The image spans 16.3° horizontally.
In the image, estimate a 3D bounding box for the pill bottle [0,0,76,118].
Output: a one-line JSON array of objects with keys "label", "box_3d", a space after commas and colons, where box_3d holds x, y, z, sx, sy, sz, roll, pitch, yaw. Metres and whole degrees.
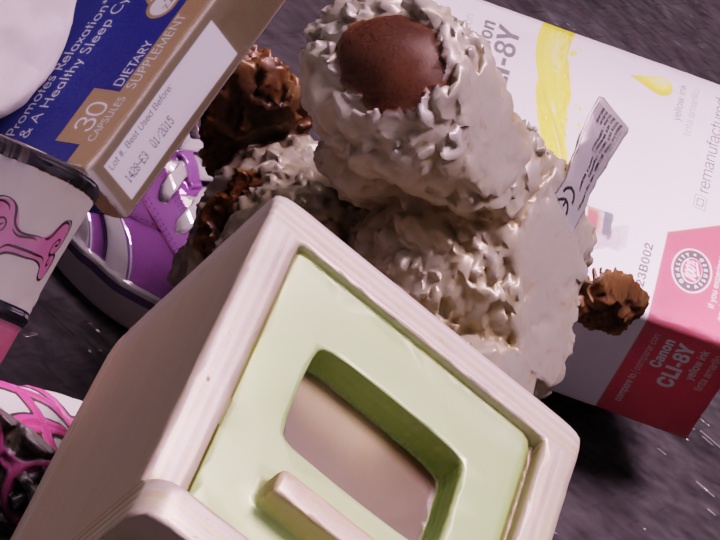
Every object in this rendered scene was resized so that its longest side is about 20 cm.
[{"label": "pill bottle", "box_3d": [-0.211, -0.112, 0.947, 0.199, 0.113, 0.112, 5, 5, 37]}]

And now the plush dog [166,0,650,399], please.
[{"label": "plush dog", "box_3d": [0.000, 0.000, 0.961, 0.171, 0.202, 0.160, 5, 1, 40]}]

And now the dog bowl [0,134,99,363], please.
[{"label": "dog bowl", "box_3d": [-0.191, -0.022, 0.835, 0.199, 0.074, 0.200, 16, -5, 1]}]

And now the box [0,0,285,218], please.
[{"label": "box", "box_3d": [-0.125, -0.082, 0.975, 0.199, 0.122, 0.032, 7, -34, 48]}]

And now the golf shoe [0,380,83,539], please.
[{"label": "golf shoe", "box_3d": [-0.113, 0.076, 0.849, 0.199, 0.073, 0.092, 25, 9, -29]}]

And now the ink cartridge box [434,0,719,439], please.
[{"label": "ink cartridge box", "box_3d": [0.084, -0.031, 1.160, 0.199, 0.084, 0.146, 19, 56, -3]}]

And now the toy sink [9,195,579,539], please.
[{"label": "toy sink", "box_3d": [-0.030, 0.099, 0.741, 0.130, 0.112, 0.201, 39, 42, -13]}]

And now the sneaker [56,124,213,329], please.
[{"label": "sneaker", "box_3d": [-0.086, -0.048, 1.058, 0.200, 0.115, 0.073, 40, 23, 15]}]
